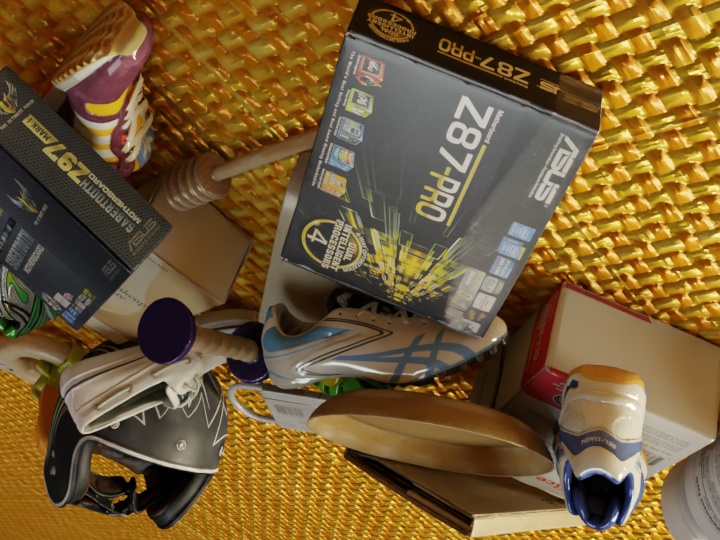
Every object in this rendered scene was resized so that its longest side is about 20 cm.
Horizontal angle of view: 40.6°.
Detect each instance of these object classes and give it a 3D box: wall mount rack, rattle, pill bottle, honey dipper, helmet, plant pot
[{"bbox_3d":[-0.028,0.135,0.991,0.196,0.075,0.175,6,142,23],"label":"wall mount rack"},{"bbox_3d":[-0.423,0.149,1.187,0.195,0.146,0.130,7,166,10],"label":"rattle"},{"bbox_3d":[0.332,0.168,0.778,0.111,0.115,0.201,23,149,-4],"label":"pill bottle"},{"bbox_3d":[-0.071,-0.084,0.717,0.197,0.039,0.038,-13,136,38],"label":"honey dipper"},{"bbox_3d":[-0.232,0.163,1.034,0.198,0.201,0.192,30,112,-16],"label":"helmet"},{"bbox_3d":[0.055,0.127,0.766,0.195,0.028,0.201,10,160,3],"label":"plant pot"}]

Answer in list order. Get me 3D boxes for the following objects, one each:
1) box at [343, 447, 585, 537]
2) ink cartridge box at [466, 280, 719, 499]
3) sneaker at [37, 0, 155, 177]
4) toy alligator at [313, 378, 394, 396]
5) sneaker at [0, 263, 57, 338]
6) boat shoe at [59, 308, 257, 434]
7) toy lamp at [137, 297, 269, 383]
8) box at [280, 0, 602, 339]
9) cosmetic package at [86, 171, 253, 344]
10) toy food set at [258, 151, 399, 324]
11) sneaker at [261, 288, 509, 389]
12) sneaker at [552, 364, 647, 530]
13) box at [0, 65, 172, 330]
[{"bbox_3d":[0.105,0.197,0.897,0.198,0.022,0.162,10,-173,-44],"label":"box"},{"bbox_3d":[0.183,0.112,0.811,0.142,0.085,0.201,22,148,-4],"label":"ink cartridge box"},{"bbox_3d":[-0.174,-0.118,0.690,0.090,0.076,0.199,38,154,-22],"label":"sneaker"},{"bbox_3d":[-0.010,0.096,0.871,0.198,0.059,0.055,33,119,30],"label":"toy alligator"},{"bbox_3d":[-0.344,0.004,0.941,0.078,0.085,0.202,39,156,26],"label":"sneaker"},{"bbox_3d":[-0.183,0.102,0.928,0.196,0.068,0.074,-21,152,-13],"label":"boat shoe"},{"bbox_3d":[-0.118,0.064,0.840,0.057,0.060,0.200,6,170,23],"label":"toy lamp"},{"bbox_3d":[0.044,-0.058,0.634,0.158,0.050,0.202,20,136,-3],"label":"box"},{"bbox_3d":[-0.198,-0.005,0.874,0.105,0.072,0.198,38,145,-25],"label":"cosmetic package"},{"bbox_3d":[0.000,0.000,0.788,0.141,0.061,0.202,20,140,2],"label":"toy food set"},{"bbox_3d":[0.014,0.048,0.740,0.196,0.072,0.074,-6,100,18],"label":"sneaker"},{"bbox_3d":[0.171,0.154,0.717,0.074,0.090,0.201,3,145,20],"label":"sneaker"},{"bbox_3d":[-0.238,-0.043,0.733,0.158,0.051,0.199,45,149,-10],"label":"box"}]
